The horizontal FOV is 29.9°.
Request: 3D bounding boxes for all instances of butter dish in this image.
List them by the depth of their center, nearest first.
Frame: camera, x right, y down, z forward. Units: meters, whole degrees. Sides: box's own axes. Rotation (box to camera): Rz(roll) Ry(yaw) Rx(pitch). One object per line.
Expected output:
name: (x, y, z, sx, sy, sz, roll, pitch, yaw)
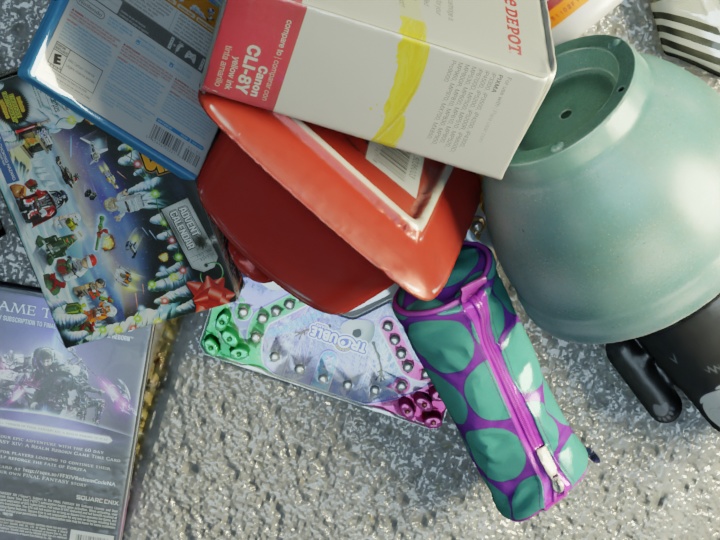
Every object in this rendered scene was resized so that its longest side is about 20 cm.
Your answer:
butter dish: (-0.036, -0.049, 0.922, 0.199, 0.200, 0.148, 40, 120, -7)

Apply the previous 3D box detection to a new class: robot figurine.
robot figurine: (0.273, 0.038, 0.985, 0.150, 0.125, 0.200, -44, 97, -20)

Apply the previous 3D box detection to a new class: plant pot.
plant pot: (0.161, -0.071, 0.906, 0.200, 0.200, 0.134, -39, 123, 3)

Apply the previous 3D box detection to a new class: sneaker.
sneaker: (0.312, -0.198, 0.989, 0.199, 0.076, 0.116, -9, 106, 7)

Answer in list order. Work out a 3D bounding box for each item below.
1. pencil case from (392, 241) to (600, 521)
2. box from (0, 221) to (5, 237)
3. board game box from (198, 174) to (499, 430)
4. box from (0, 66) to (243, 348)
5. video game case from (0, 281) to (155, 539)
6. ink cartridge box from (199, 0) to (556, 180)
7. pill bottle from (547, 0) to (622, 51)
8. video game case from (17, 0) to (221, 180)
pencil case: (0.097, 0.081, 0.976, 0.085, 0.092, 0.201, -34, 113, -12)
box: (-0.341, -0.063, 0.907, 0.123, 0.200, 0.150, -19, 98, 0)
board game box: (0.000, 0.000, 1.016, 0.198, 0.026, 0.202, 18, 96, -5)
box: (-0.178, -0.056, 0.948, 0.136, 0.040, 0.201, -16, 110, 7)
video game case: (-0.240, 0.116, 1.025, 0.142, 0.019, 0.202, 10, 96, -4)
ink cartridge box: (0.012, -0.153, 0.845, 0.198, 0.146, 0.084, 16, 128, -9)
pill bottle: (0.100, -0.254, 0.943, 0.113, 0.113, 0.200, -38, 98, 3)
video game case: (-0.125, -0.181, 0.888, 0.143, 0.018, 0.201, 32, 75, -39)
